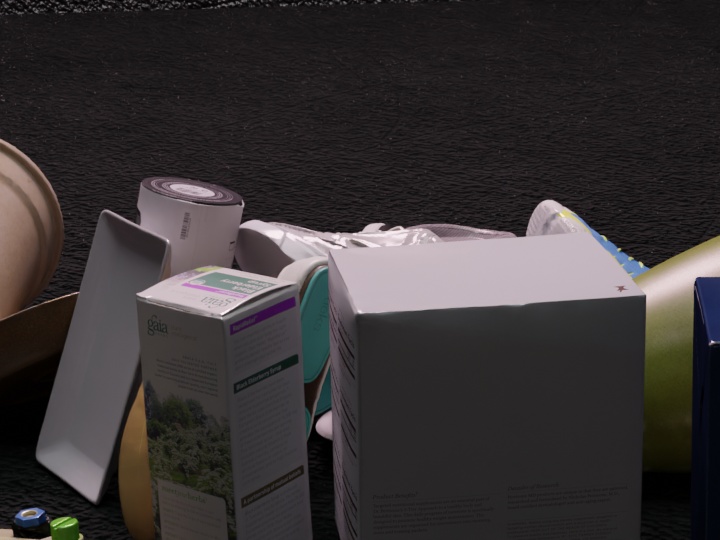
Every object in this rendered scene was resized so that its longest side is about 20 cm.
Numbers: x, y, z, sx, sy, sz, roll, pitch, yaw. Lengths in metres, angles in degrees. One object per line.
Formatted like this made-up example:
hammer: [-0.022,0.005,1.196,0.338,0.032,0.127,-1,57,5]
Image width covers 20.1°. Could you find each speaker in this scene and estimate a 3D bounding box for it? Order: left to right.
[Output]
speaker: [-0.144,0.035,1.555,0.081,0.201,0.081,10,13,-3]

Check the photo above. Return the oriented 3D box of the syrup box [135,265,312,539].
syrup box: [-0.088,0.105,1.337,0.078,0.201,0.081,11,21,37]

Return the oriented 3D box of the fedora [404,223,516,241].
fedora: [0.078,0.011,1.804,0.176,0.091,0.200,14,23,41]

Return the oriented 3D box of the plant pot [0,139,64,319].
plant pot: [-0.361,0.006,1.736,0.199,0.201,0.184,-2,29,-1]

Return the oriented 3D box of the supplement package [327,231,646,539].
supplement package: [0.080,0.094,1.360,0.190,0.201,0.147,-3,18,-8]

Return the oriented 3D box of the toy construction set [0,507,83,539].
toy construction set: [-0.252,0.190,1.281,0.199,0.093,0.131,16,22,15]

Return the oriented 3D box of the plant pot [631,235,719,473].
plant pot: [0.260,0.067,1.490,0.192,0.201,0.200,-15,18,-1]

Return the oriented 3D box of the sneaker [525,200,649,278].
sneaker: [0.220,0.017,1.767,0.105,0.076,0.200,4,41,-31]

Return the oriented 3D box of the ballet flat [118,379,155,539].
ballet flat: [-0.124,0.096,1.420,0.068,0.201,0.063,26,-35,-32]

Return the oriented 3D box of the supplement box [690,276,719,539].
supplement box: [0.311,0.116,1.270,0.199,0.201,0.134,0,18,6]

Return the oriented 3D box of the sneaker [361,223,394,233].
sneaker: [0.047,0.033,1.589,0.111,0.073,0.200,-4,37,12]

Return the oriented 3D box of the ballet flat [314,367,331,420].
ballet flat: [-0.077,0.101,1.572,0.073,0.073,0.200,8,27,28]

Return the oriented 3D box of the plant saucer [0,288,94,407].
plant saucer: [-0.245,0.066,1.622,0.199,0.036,0.200,-21,-11,-4]

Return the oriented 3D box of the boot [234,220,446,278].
boot: [0.000,0.000,1.539,0.200,0.074,0.095,29,49,34]

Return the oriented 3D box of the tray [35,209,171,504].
tray: [-0.185,0.063,1.504,0.022,0.201,0.107,11,8,-38]

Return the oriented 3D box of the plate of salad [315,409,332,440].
plate of salad: [0.065,0.112,1.557,0.199,0.048,0.200,-10,9,2]

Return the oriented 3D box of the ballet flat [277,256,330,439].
ballet flat: [-0.064,0.083,1.466,0.069,0.201,0.069,22,-7,3]
